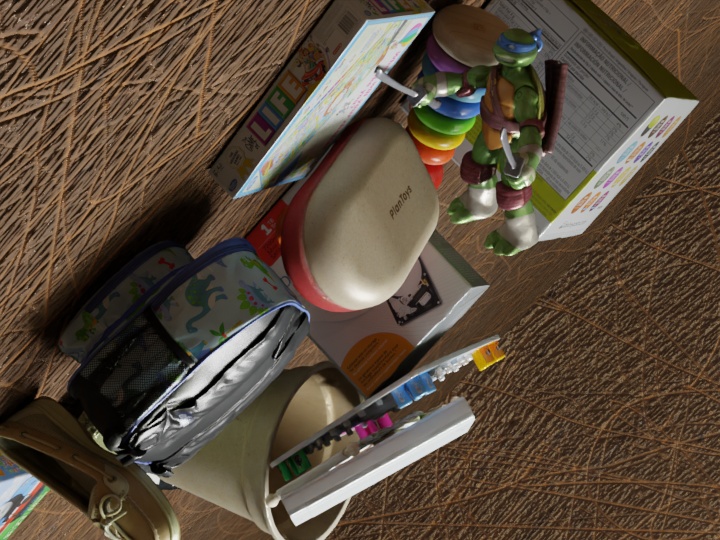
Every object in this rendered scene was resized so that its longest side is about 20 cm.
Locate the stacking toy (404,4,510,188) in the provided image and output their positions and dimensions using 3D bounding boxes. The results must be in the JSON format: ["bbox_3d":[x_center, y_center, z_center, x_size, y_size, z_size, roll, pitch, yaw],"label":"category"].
[{"bbox_3d":[0.076,-0.152,1.665,0.085,0.085,0.201,-31,154,-48],"label":"stacking toy"}]

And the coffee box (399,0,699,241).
[{"bbox_3d":[0.200,-0.172,1.795,0.198,0.200,0.199,-48,168,17],"label":"coffee box"}]

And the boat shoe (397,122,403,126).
[{"bbox_3d":[0.005,-0.072,1.818,0.074,0.062,0.200,-35,166,-44],"label":"boat shoe"}]

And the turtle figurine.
[{"bbox_3d":[0.097,-0.109,1.543,0.200,0.143,0.195,-54,149,-47],"label":"turtle figurine"}]

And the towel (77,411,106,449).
[{"bbox_3d":[-0.216,0.116,1.732,0.200,0.036,0.149,-49,168,-15],"label":"towel"}]

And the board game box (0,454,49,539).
[{"bbox_3d":[-0.371,0.234,1.649,0.151,0.037,0.200,-48,167,15],"label":"board game box"}]

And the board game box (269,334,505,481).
[{"bbox_3d":[0.031,0.138,1.752,0.199,0.026,0.200,-35,171,29],"label":"board game box"}]

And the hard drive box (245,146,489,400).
[{"bbox_3d":[0.000,0.000,1.706,0.156,0.200,0.077,-47,168,13],"label":"hard drive box"}]

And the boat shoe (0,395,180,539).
[{"bbox_3d":[-0.243,0.191,1.543,0.063,0.200,0.074,-32,152,-40],"label":"boat shoe"}]

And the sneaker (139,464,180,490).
[{"bbox_3d":[-0.252,0.231,1.983,0.112,0.073,0.200,-40,160,-3],"label":"sneaker"}]

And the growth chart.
[{"bbox_3d":[0.001,0.183,1.761,0.144,0.018,0.199,-38,167,37],"label":"growth chart"}]

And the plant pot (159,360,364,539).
[{"bbox_3d":[-0.121,0.179,1.861,0.200,0.182,0.202,-28,123,-54],"label":"plant pot"}]

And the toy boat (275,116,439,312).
[{"bbox_3d":[-0.021,-0.045,1.580,0.130,0.131,0.200,-14,-155,32],"label":"toy boat"}]

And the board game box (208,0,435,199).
[{"bbox_3d":[-0.032,-0.153,1.482,0.200,0.034,0.134,-51,167,25],"label":"board game box"}]

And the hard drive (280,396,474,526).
[{"bbox_3d":[0.016,0.189,1.704,0.199,0.026,0.132,-28,170,-5],"label":"hard drive"}]

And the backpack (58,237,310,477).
[{"bbox_3d":[-0.154,0.060,1.516,0.200,0.147,0.183,-40,167,-1],"label":"backpack"}]
